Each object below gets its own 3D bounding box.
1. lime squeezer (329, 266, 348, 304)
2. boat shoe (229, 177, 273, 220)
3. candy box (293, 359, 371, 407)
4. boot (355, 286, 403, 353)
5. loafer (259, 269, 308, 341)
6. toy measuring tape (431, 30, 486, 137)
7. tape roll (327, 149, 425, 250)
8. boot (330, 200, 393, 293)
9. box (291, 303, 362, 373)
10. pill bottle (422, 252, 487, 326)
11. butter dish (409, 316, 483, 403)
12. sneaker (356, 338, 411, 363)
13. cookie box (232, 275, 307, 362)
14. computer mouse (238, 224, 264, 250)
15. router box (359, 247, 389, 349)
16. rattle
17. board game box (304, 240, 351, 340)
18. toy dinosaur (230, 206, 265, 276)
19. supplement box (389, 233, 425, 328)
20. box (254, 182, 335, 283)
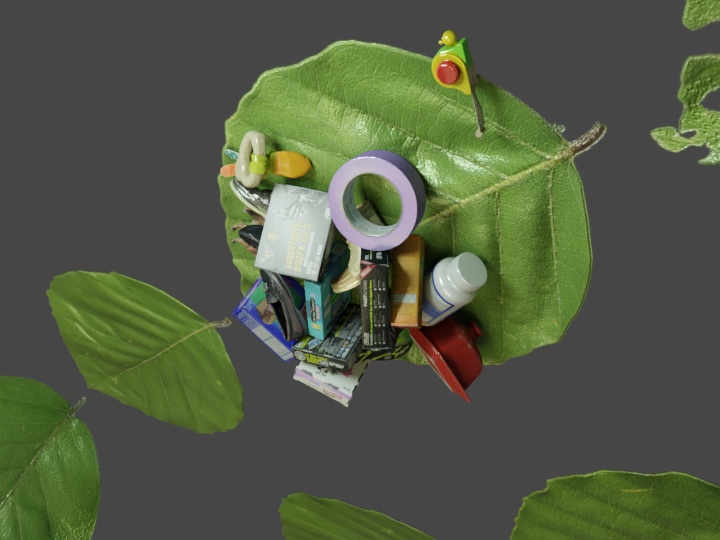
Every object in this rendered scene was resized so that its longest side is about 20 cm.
[{"bbox_3d":[0.000,0.000,1.701,0.199,0.071,0.038,-34,111,10],"label":"lime squeezer"},{"bbox_3d":[-0.222,-0.164,1.690,0.201,0.072,0.066,43,114,2],"label":"boat shoe"},{"bbox_3d":[-0.060,0.233,1.885,0.167,0.201,0.072,26,145,5],"label":"candy box"},{"bbox_3d":[0.034,0.102,1.740,0.200,0.132,0.070,40,142,-10],"label":"boot"},{"bbox_3d":[-0.201,0.082,1.753,0.201,0.063,0.072,61,150,-3],"label":"loafer"},{"bbox_3d":[0.170,-0.327,1.248,0.073,0.074,0.201,3,133,31],"label":"toy measuring tape"},{"bbox_3d":[0.034,-0.146,1.477,0.198,0.066,0.202,9,115,20],"label":"tape roll"},{"bbox_3d":[-0.019,-0.053,1.616,0.199,0.073,0.156,-33,111,18],"label":"boot"},{"bbox_3d":[-0.060,0.163,1.811,0.159,0.200,0.045,9,132,25],"label":"box"},{"bbox_3d":[0.192,0.039,1.584,0.112,0.112,0.200,38,140,-8],"label":"pill bottle"},{"bbox_3d":[0.227,0.179,1.694,0.201,0.147,0.200,55,176,-33],"label":"butter dish"},{"bbox_3d":[0.038,0.190,1.847,0.198,0.077,0.076,-1,143,-15],"label":"sneaker"},{"bbox_3d":[-0.212,0.112,1.887,0.200,0.172,0.075,44,143,-16],"label":"cookie box"},{"bbox_3d":[-0.202,-0.056,1.707,0.199,0.053,0.138,34,166,-17],"label":"computer mouse"},{"bbox_3d":[0.031,0.048,1.541,0.061,0.150,0.202,0,113,2],"label":"router box"},{"bbox_3d":[-0.225,-0.249,1.626,0.200,0.142,0.132,-20,88,62],"label":"rattle"},{"bbox_3d":[-0.078,0.050,1.744,0.047,0.151,0.201,21,140,18],"label":"board game box"},{"bbox_3d":[-0.246,-0.084,1.773,0.134,0.086,0.201,22,136,13],"label":"toy dinosaur"},{"bbox_3d":[0.103,0.023,1.544,0.068,0.202,0.067,-1,171,13],"label":"supplement box"},{"bbox_3d":[-0.141,-0.086,1.608,0.157,0.202,0.048,13,176,14],"label":"box"}]
